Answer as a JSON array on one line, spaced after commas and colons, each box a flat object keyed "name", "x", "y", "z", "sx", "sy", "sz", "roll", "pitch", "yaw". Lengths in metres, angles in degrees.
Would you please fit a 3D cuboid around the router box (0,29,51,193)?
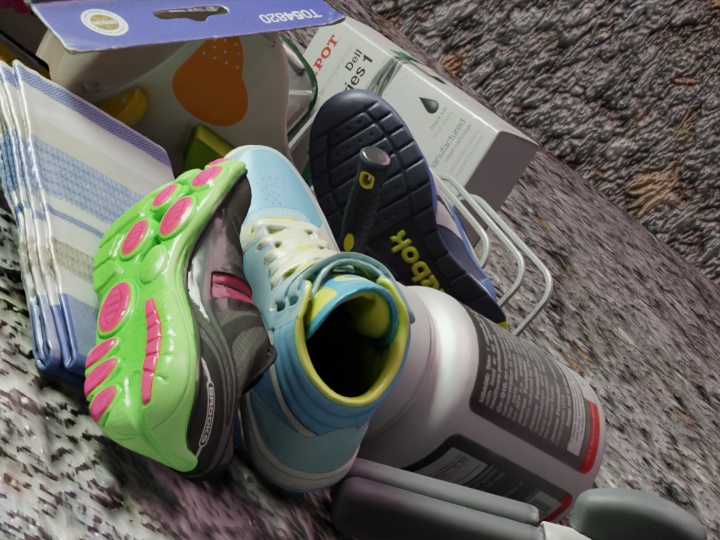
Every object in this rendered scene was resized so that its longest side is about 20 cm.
[{"name": "router box", "x": -0.264, "y": -0.137, "z": 1.095, "sx": 0.200, "sy": 0.051, "sz": 0.149, "roll": 37, "pitch": 10, "yaw": -24}]

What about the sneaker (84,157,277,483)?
[{"name": "sneaker", "x": -0.084, "y": 0.023, "z": 0.953, "sx": 0.084, "sy": 0.077, "sz": 0.200, "roll": 51, "pitch": 31, "yaw": -34}]

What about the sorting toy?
[{"name": "sorting toy", "x": -0.107, "y": -0.080, "z": 1.251, "sx": 0.200, "sy": 0.107, "sz": 0.180, "roll": 9, "pitch": -33, "yaw": 52}]

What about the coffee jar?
[{"name": "coffee jar", "x": -0.089, "y": -0.139, "z": 1.517, "sx": 0.085, "sy": 0.104, "sz": 0.200, "roll": 47, "pitch": 3, "yaw": -9}]

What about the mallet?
[{"name": "mallet", "x": 0.000, "y": 0.000, "z": 1.177, "sx": 0.066, "sy": 0.200, "sz": 0.041, "roll": 33, "pitch": 54, "yaw": 4}]

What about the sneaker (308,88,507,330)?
[{"name": "sneaker", "x": 0.024, "y": -0.032, "z": 1.238, "sx": 0.082, "sy": 0.074, "sz": 0.200, "roll": -100, "pitch": 164, "yaw": -63}]

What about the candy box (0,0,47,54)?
[{"name": "candy box", "x": -0.237, "y": -0.245, "z": 1.281, "sx": 0.200, "sy": 0.168, "sz": 0.072, "roll": 34, "pitch": 45, "yaw": -32}]

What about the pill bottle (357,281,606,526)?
[{"name": "pill bottle", "x": 0.048, "y": 0.077, "z": 1.171, "sx": 0.200, "sy": 0.114, "sz": 0.114, "roll": 31, "pitch": 15, "yaw": -42}]

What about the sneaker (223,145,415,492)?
[{"name": "sneaker", "x": -0.024, "y": 0.001, "z": 1.015, "sx": 0.079, "sy": 0.131, "sz": 0.200, "roll": -5, "pitch": 65, "yaw": -23}]

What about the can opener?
[{"name": "can opener", "x": 0.083, "y": 0.134, "z": 1.051, "sx": 0.200, "sy": 0.067, "sz": 0.053, "roll": 12, "pitch": 15, "yaw": -4}]

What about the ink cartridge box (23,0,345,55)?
[{"name": "ink cartridge box", "x": -0.135, "y": -0.199, "z": 1.132, "sx": 0.199, "sy": 0.041, "sz": 0.200, "roll": -13, "pitch": 43, "yaw": -40}]

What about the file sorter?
[{"name": "file sorter", "x": 0.026, "y": -0.011, "z": 1.404, "sx": 0.200, "sy": 0.125, "sz": 0.139, "roll": 28, "pitch": 18, "yaw": -50}]

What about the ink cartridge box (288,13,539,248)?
[{"name": "ink cartridge box", "x": 0.023, "y": -0.100, "z": 1.612, "sx": 0.200, "sy": 0.146, "sz": 0.084, "roll": 37, "pitch": 12, "yaw": 28}]

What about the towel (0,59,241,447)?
[{"name": "towel", "x": -0.130, "y": -0.010, "z": 1.012, "sx": 0.147, "sy": 0.024, "sz": 0.200, "roll": 29, "pitch": 35, "yaw": -50}]
